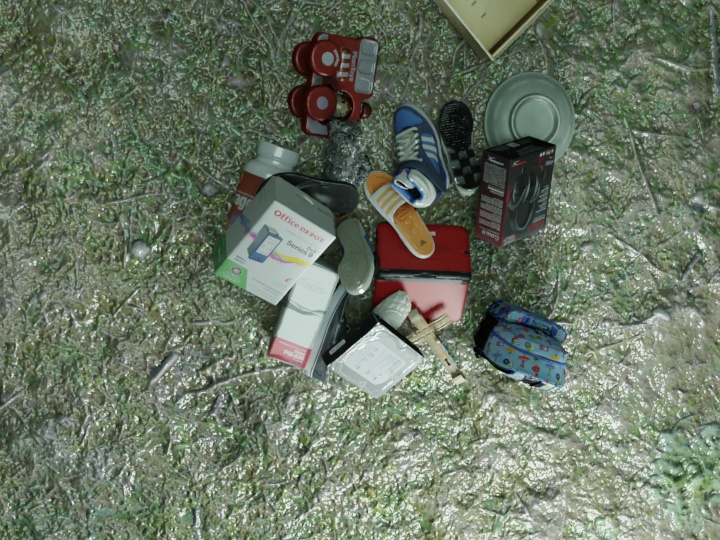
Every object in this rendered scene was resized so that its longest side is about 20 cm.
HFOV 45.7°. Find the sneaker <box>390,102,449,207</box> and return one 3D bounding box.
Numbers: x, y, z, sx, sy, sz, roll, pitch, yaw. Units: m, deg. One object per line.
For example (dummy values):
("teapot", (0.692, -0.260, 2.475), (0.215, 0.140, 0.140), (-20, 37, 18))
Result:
("sneaker", (0.099, -0.222, 1.675), (0.080, 0.146, 0.203), (-19, 99, 35))

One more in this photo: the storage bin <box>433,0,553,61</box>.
("storage bin", (0.257, -0.555, 1.682), (0.198, 0.094, 0.200), (-43, 100, 1))

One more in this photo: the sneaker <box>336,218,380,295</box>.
("sneaker", (0.001, 0.000, 1.664), (0.076, 0.202, 0.112), (-20, 130, 6))

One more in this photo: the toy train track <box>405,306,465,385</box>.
("toy train track", (0.160, 0.164, 1.792), (0.114, 0.033, 0.201), (-30, 109, 18))

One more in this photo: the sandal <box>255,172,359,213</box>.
("sandal", (-0.099, -0.142, 1.606), (0.196, 0.043, 0.077), (-1, 114, -6))

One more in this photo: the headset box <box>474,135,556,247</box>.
("headset box", (0.306, -0.149, 1.701), (0.147, 0.077, 0.204), (-20, 123, -38))

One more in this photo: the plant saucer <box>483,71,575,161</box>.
("plant saucer", (0.352, -0.305, 1.752), (0.196, 0.050, 0.204), (-1, 98, -6))

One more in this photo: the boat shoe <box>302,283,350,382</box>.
("boat shoe", (-0.050, 0.126, 1.733), (0.067, 0.072, 0.203), (20, 75, 8))

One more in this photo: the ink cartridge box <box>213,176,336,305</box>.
("ink cartridge box", (-0.160, -0.053, 1.580), (0.144, 0.088, 0.200), (30, 118, -29))

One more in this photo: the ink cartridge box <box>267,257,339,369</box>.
("ink cartridge box", (-0.114, 0.075, 1.702), (0.083, 0.146, 0.203), (19, 96, -7))

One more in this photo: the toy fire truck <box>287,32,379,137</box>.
("toy fire truck", (-0.046, -0.362, 1.675), (0.165, 0.112, 0.204), (3, 99, -26))

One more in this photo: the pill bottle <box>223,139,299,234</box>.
("pill bottle", (-0.189, -0.146, 1.678), (0.110, 0.112, 0.203), (18, 95, -9))

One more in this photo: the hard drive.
("hard drive", (0.029, 0.175, 1.715), (0.139, 0.038, 0.200), (-40, 140, 8))

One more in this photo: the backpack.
("backpack", (0.340, 0.158, 1.742), (0.180, 0.200, 0.137), (21, 96, -8))

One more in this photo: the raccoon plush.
("raccoon plush", (-0.033, -0.191, 1.643), (0.095, 0.134, 0.204), (6, 74, 4))

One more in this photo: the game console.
("game console", (0.123, 0.004, 1.786), (0.196, 0.119, 0.176), (2, 67, -8))

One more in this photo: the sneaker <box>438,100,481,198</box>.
("sneaker", (0.198, -0.242, 1.736), (0.073, 0.089, 0.204), (-6, 74, -1))

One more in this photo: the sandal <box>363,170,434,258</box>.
("sandal", (0.090, -0.123, 1.719), (0.079, 0.059, 0.208), (-37, 89, -26))

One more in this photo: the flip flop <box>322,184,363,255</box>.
("flip flop", (-0.046, -0.129, 1.725), (0.080, 0.058, 0.202), (28, 93, -12))

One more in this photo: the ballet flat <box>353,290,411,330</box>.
("ballet flat", (0.033, 0.128, 1.747), (0.200, 0.072, 0.072), (-43, 101, 16))
